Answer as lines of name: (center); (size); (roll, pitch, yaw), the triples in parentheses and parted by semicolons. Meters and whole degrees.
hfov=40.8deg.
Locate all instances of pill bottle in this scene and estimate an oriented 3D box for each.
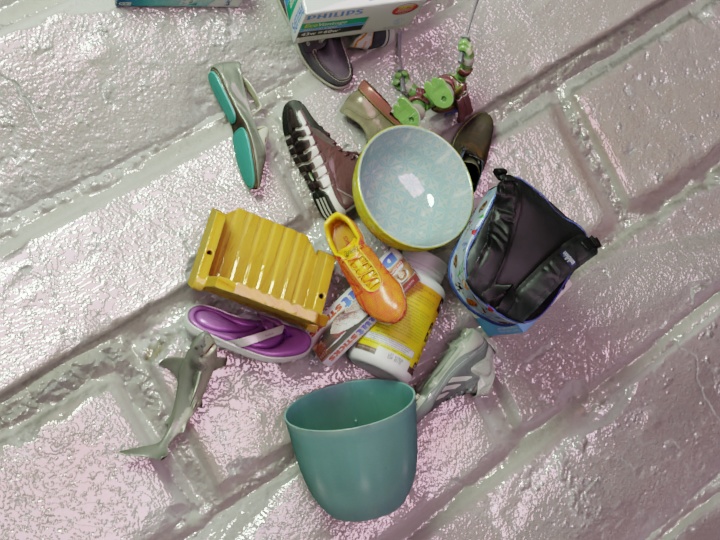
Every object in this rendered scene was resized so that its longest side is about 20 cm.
pill bottle: (0.065, 0.069, 1.533); (0.108, 0.109, 0.202); (28, 77, -16)

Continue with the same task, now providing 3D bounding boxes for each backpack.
backpack: (0.222, -0.016, 1.446); (0.199, 0.154, 0.191); (36, 69, -3)

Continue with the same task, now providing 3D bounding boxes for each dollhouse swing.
dollhouse swing: (-0.128, -0.011, 1.418); (0.198, 0.176, 0.184); (21, 68, -17)

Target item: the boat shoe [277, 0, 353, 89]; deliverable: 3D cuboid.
boat shoe: (-0.070, -0.384, 1.548); (0.072, 0.063, 0.202); (-32, 96, -19)

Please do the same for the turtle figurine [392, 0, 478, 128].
turtle figurine: (0.110, -0.322, 1.559); (0.142, 0.194, 0.202); (5, 118, 16)

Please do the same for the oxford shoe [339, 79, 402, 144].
oxford shoe: (0.048, -0.215, 1.588); (0.075, 0.071, 0.200); (-41, 102, 8)

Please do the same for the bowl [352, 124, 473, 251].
bowl: (0.066, -0.113, 1.514); (0.198, 0.108, 0.203); (8, 70, -22)

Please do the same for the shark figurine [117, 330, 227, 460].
shark figurine: (-0.272, 0.176, 1.429); (0.089, 0.128, 0.217); (27, 94, 10)

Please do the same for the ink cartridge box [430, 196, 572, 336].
ink cartridge box: (0.221, -0.012, 1.590); (0.128, 0.125, 0.201); (-41, 100, -19)

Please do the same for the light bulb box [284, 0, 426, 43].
light bulb box: (-0.022, -0.470, 1.467); (0.196, 0.125, 0.203); (-11, 85, -13)

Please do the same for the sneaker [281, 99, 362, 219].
sneaker: (-0.043, -0.190, 1.544); (0.115, 0.075, 0.202); (-29, 106, -26)

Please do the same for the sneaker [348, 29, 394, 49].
sneaker: (-0.008, -0.459, 1.571); (0.079, 0.078, 0.203); (-18, 93, -26)

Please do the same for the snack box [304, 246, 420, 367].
snack box: (0.001, 0.055, 1.494); (0.200, 0.072, 0.024); (-44, 138, 5)

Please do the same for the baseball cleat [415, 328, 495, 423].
baseball cleat: (0.153, 0.191, 1.576); (0.106, 0.070, 0.200); (44, 73, -11)

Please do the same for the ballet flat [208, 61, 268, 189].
ballet flat: (-0.174, -0.228, 1.496); (0.063, 0.067, 0.202); (-21, 93, -28)

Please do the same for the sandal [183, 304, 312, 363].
sandal: (-0.165, 0.089, 1.454); (0.200, 0.050, 0.083); (12, 42, -14)

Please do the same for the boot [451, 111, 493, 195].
boot: (0.188, -0.183, 1.608); (0.074, 0.097, 0.202); (29, 76, -15)

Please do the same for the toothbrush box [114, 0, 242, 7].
toothbrush box: (-0.276, -0.485, 1.469); (0.197, 0.085, 0.149); (-6, 86, -20)

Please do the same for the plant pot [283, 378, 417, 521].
plant pot: (-0.004, 0.274, 1.450); (0.198, 0.200, 0.163); (-14, 104, -21)

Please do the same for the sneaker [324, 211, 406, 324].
sneaker: (0.000, 0.000, 1.453); (0.073, 0.077, 0.201); (-40, 63, 6)
